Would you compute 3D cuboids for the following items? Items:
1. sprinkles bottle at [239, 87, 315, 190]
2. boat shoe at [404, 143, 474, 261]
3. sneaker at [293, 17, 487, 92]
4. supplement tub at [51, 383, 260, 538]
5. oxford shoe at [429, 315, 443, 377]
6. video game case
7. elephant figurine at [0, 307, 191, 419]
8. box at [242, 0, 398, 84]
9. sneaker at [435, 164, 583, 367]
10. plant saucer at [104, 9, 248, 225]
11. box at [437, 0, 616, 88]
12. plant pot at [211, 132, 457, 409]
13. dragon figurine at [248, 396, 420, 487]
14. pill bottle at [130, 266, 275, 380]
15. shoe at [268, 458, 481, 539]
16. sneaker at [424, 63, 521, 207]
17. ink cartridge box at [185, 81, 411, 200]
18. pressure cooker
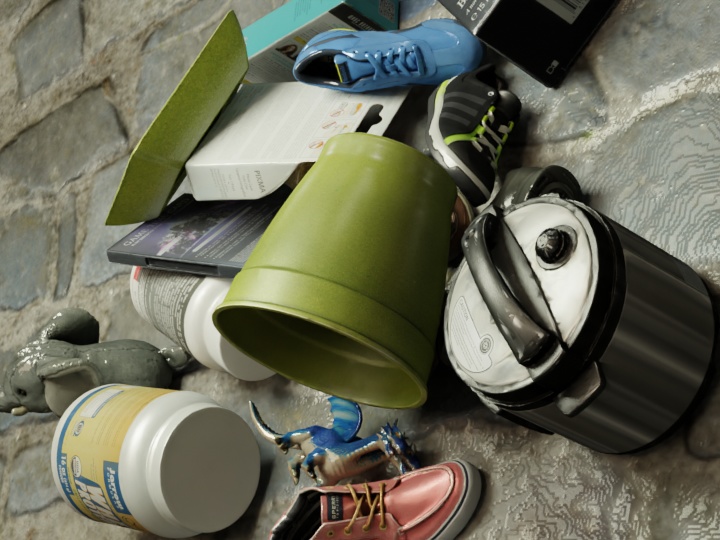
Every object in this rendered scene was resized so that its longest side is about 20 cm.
[{"bbox_3d":[-0.082,-0.136,1.902,0.069,0.068,0.200,-59,37,7],"label":"sprinkles bottle"},{"bbox_3d":[0.040,-0.072,1.712,0.076,0.071,0.200,-56,37,9],"label":"boat shoe"},{"bbox_3d":[0.026,-0.204,1.748,0.198,0.067,0.078,1,26,28],"label":"sneaker"},{"bbox_3d":[-0.207,0.192,1.795,0.199,0.144,0.146,0,69,51],"label":"supplement tub"},{"bbox_3d":[-0.003,0.072,1.683,0.199,0.071,0.074,-1,72,49],"label":"oxford shoe"},{"bbox_3d":[-0.144,-0.037,1.838,0.198,0.019,0.143,6,30,33],"label":"video game case"},{"bbox_3d":[-0.315,0.115,1.917,0.141,0.199,0.156,0,66,58],"label":"elephant figurine"},{"bbox_3d":[-0.056,-0.253,1.927,0.199,0.082,0.050,-24,51,40],"label":"box"},{"bbox_3d":[0.124,-0.004,1.585,0.201,0.076,0.091,-59,27,-4],"label":"sneaker"},{"bbox_3d":[-0.183,-0.145,1.846,0.201,0.048,0.200,-60,4,-26],"label":"plant saucer"},{"bbox_3d":[0.159,-0.315,1.677,0.197,0.117,0.200,-53,37,14],"label":"box"},{"bbox_3d":[-0.004,-0.009,1.560,0.199,0.200,0.194,-2,61,50],"label":"plant pot"},{"bbox_3d":[-0.023,0.158,1.649,0.099,0.059,0.200,-33,28,-18],"label":"dragon figurine"},{"bbox_3d":[-0.150,0.037,1.844,0.200,0.113,0.115,30,93,53],"label":"pill bottle"},{"bbox_3d":[0.009,0.217,1.562,0.200,0.091,0.072,-35,45,33],"label":"shoe"},{"bbox_3d":[0.109,-0.139,1.648,0.082,0.072,0.201,-33,30,18],"label":"sneaker"},{"bbox_3d":[-0.056,-0.133,1.784,0.198,0.048,0.161,2,36,23],"label":"ink cartridge box"},{"bbox_3d":[0.162,0.036,1.394,0.175,0.199,0.180,4,72,50],"label":"pressure cooker"}]
